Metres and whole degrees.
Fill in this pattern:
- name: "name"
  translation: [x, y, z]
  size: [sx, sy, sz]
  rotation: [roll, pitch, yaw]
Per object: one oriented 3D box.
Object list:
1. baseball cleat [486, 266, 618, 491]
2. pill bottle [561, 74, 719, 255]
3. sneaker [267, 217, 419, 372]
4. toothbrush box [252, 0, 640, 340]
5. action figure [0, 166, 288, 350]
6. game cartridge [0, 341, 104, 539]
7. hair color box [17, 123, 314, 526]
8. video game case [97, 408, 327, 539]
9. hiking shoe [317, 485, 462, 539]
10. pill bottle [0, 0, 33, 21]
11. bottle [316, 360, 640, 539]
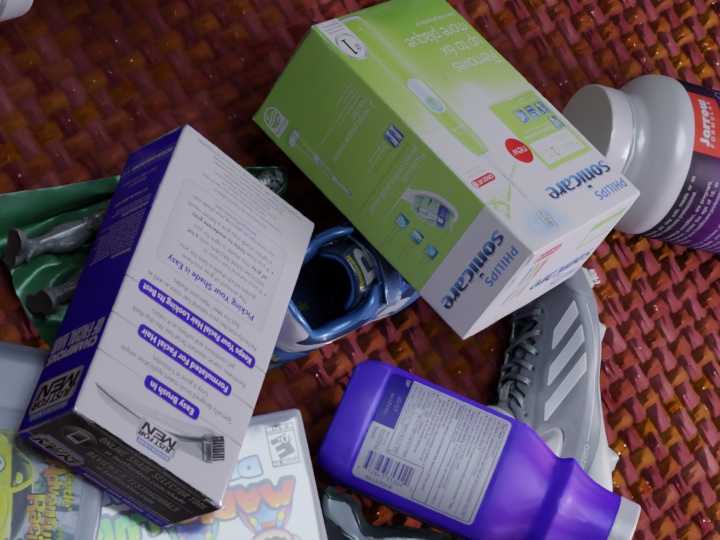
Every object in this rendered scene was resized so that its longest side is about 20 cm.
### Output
- name: "baseball cleat"
  translation: [0.114, 0.073, 1.321]
  size: [0.106, 0.070, 0.201]
  rotation: [-4, 76, -30]
- name: "pill bottle"
  translation: [0.239, -0.072, 1.406]
  size: [0.199, 0.112, 0.113]
  rotation: [12, 70, -25]
- name: "sneaker"
  translation: [0.000, 0.000, 1.273]
  size: [0.200, 0.082, 0.074]
  rotation: [-35, 91, -33]
- name: "toothbrush box"
  translation: [0.055, -0.073, 1.265]
  size: [0.200, 0.086, 0.145]
  rotation: [48, 37, 13]
- name: "action figure"
  translation: [-0.124, -0.028, 1.233]
  size: [0.199, 0.055, 0.119]
  rotation: [-24, 85, -36]
- name: "game cartridge"
  translation: [-0.213, 0.137, 1.119]
  size: [0.132, 0.041, 0.201]
  rotation: [11, 71, -10]
- name: "hair color box"
  translation: [-0.107, 0.031, 1.143]
  size: [0.109, 0.065, 0.201]
  rotation: [38, 50, -28]
- name: "video game case"
  translation: [-0.113, 0.187, 1.157]
  size: [0.199, 0.024, 0.183]
  rotation: [-10, 79, -13]
- name: "hiking shoe"
  translation: [0.015, 0.199, 1.235]
  size: [0.199, 0.074, 0.087]
  rotation: [22, 72, -10]
- name: "pill bottle"
  translation: [-0.293, -0.168, 1.145]
  size: [0.199, 0.112, 0.113]
  rotation: [-18, 84, -31]
- name: "bottle"
  translation: [0.075, 0.128, 1.247]
  size: [0.199, 0.065, 0.084]
  rotation: [23, 78, 3]
